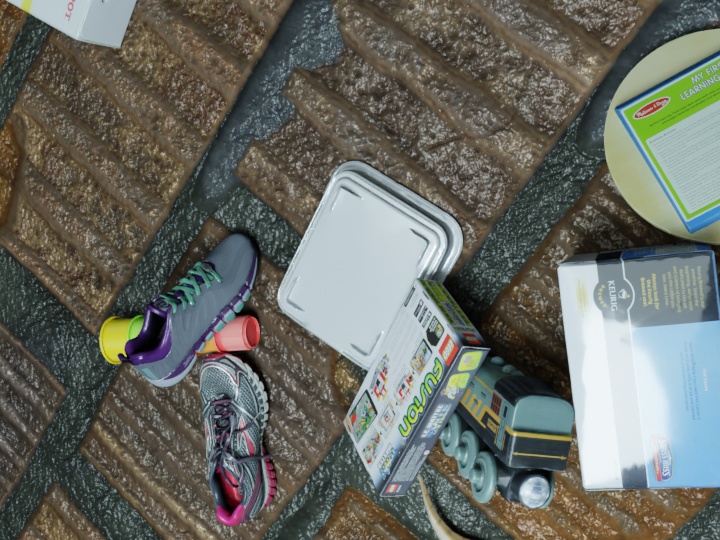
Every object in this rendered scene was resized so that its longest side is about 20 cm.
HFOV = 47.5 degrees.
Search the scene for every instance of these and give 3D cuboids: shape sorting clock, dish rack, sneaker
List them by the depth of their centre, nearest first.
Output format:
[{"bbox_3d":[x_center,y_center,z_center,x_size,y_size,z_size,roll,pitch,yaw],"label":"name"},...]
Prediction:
[{"bbox_3d":[0.320,-0.121,0.731,0.197,0.039,0.203,-2,80,14],"label":"shape sorting clock"},{"bbox_3d":[0.000,0.000,0.898,0.171,0.043,0.201,32,108,16],"label":"dish rack"},{"bbox_3d":[-0.189,0.035,0.920,0.074,0.088,0.201,25,77,27],"label":"sneaker"},{"bbox_3d":[-0.148,0.196,0.960,0.080,0.075,0.202,-11,95,23],"label":"sneaker"}]

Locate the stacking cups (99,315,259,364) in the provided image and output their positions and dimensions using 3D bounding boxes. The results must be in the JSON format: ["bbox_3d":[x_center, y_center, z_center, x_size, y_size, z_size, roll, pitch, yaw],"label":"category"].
[{"bbox_3d":[-0.219,0.078,0.988,0.198,0.060,0.061,-6,94,23],"label":"stacking cups"}]

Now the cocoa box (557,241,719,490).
[{"bbox_3d":[0.262,0.081,0.745,0.130,0.133,0.203,-7,93,21],"label":"cocoa box"}]

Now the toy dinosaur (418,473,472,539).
[{"bbox_3d":[0.128,0.316,0.881,0.198,0.060,0.107,26,81,13],"label":"toy dinosaur"}]

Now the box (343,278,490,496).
[{"bbox_3d":[0.051,0.122,0.846,0.201,0.034,0.110,-64,36,26],"label":"box"}]

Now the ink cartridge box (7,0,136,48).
[{"bbox_3d":[-0.361,-0.378,0.986,0.199,0.083,0.146,31,107,17],"label":"ink cartridge box"}]

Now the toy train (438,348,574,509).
[{"bbox_3d":[0.136,0.147,0.785,0.084,0.200,0.115,9,99,-12],"label":"toy train"}]
